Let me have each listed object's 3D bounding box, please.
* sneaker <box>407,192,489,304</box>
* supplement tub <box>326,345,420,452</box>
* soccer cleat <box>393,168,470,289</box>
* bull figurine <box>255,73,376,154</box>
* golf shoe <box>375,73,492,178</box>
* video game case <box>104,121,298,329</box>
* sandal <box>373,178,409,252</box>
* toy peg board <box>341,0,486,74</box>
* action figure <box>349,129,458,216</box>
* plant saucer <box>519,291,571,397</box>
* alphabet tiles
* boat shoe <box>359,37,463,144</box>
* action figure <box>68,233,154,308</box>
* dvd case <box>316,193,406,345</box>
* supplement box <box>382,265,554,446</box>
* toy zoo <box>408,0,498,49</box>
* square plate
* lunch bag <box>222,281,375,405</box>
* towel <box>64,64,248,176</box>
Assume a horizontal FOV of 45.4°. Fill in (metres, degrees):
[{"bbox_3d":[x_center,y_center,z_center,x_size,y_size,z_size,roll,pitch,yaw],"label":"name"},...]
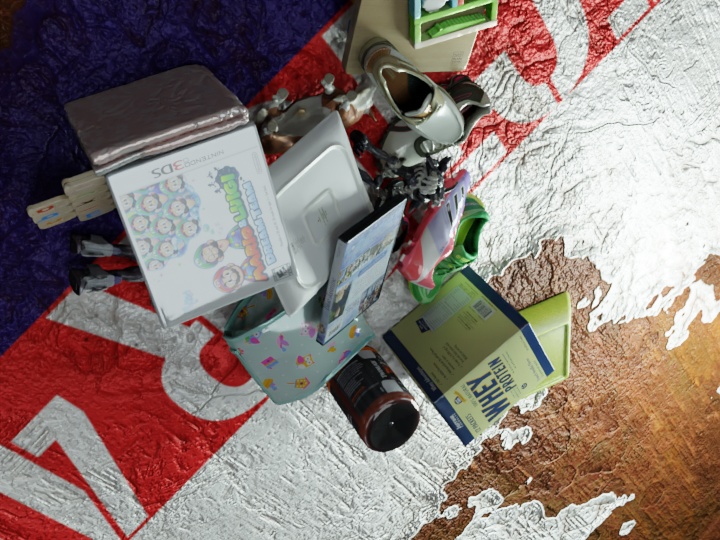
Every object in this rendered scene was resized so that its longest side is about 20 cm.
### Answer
[{"bbox_3d":[0.143,-0.030,1.413,0.073,0.084,0.202,17,108,-36],"label":"sneaker"},{"bbox_3d":[0.009,0.192,1.390,0.105,0.200,0.109,-14,125,-22],"label":"supplement tub"},{"bbox_3d":[0.128,-0.067,1.365,0.076,0.067,0.202,35,76,-11],"label":"soccer cleat"},{"bbox_3d":[-0.057,-0.217,1.181,0.197,0.066,0.122,-26,168,-6],"label":"bull figurine"},{"bbox_3d":[0.107,-0.209,1.288,0.200,0.088,0.077,-44,131,3],"label":"golf shoe"},{"bbox_3d":[-0.181,-0.051,1.017,0.179,0.024,0.203,-21,117,-13],"label":"video game case"},{"bbox_3d":[0.046,-0.049,1.361,0.074,0.045,0.203,-14,127,-44],"label":"sandal"},{"bbox_3d":[0.069,-0.385,1.177,0.196,0.099,0.201,-7,136,-25],"label":"toy peg board"},{"bbox_3d":[0.062,-0.125,1.244,0.197,0.103,0.119,19,132,-28],"label":"action figure"},{"bbox_3d":[0.333,0.166,1.657,0.197,0.048,0.203,-20,125,-18],"label":"plant saucer"},{"bbox_3d":[-0.310,-0.101,1.063,0.193,0.200,0.015,-24,89,-15],"label":"alphabet tiles"},{"bbox_3d":[0.076,-0.231,1.180,0.199,0.069,0.075,33,112,-34],"label":"boat shoe"},{"bbox_3d":[-0.297,-0.008,1.184,0.197,0.069,0.133,-2,100,-34],"label":"action figure"},{"bbox_3d":[0.000,0.000,1.212,0.142,0.017,0.202,-38,153,-42],"label":"dvd case"},{"bbox_3d":[0.179,0.140,1.457,0.199,0.200,0.135,-39,128,-2],"label":"supplement box"},{"bbox_3d":[0.123,-0.393,1.108,0.129,0.021,0.202,-19,140,-14],"label":"toy zoo"},{"bbox_3d":[-0.057,-0.071,1.131,0.198,0.028,0.202,-45,132,-28],"label":"square plate"},{"bbox_3d":[-0.100,0.092,1.323,0.199,0.122,0.172,-39,130,-11],"label":"lunch bag"},{"bbox_3d":[-0.246,-0.186,1.027,0.188,0.200,0.033,-22,125,-16],"label":"towel"}]
